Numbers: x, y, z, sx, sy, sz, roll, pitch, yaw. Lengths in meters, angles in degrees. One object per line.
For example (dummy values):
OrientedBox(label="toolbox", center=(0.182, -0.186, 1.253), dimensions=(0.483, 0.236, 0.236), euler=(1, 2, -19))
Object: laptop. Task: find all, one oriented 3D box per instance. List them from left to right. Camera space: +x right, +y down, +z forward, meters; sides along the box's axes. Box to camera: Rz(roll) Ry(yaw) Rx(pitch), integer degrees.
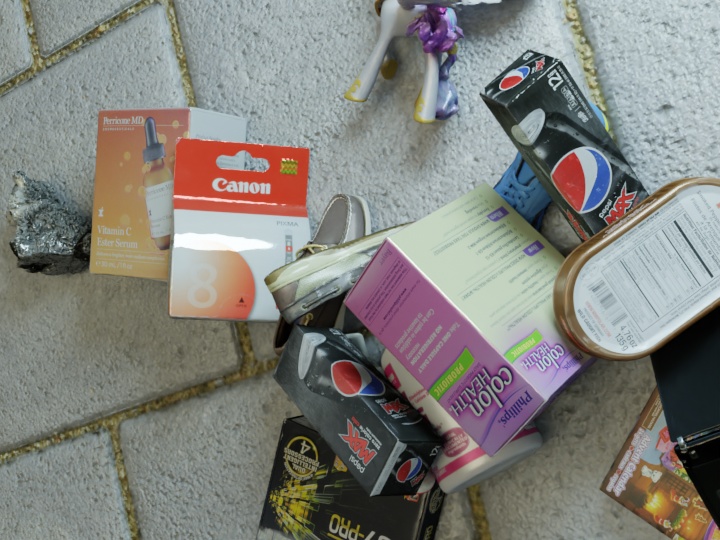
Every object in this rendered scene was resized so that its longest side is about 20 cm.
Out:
OrientedBox(label="laptop", center=(0.366, 0.123, 0.960), dimensions=(0.177, 0.103, 0.201), euler=(-27, 101, 28))

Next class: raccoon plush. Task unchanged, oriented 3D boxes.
OrientedBox(label="raccoon plush", center=(-0.377, -0.073, 1.459), dimensions=(0.198, 0.097, 0.135), euler=(-6, 71, 3))

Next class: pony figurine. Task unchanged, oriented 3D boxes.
OrientedBox(label="pony figurine", center=(0.068, -0.259, 1.135), dimensions=(0.192, 0.166, 0.201), euler=(24, 117, 38))

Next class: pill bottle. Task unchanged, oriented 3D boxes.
OrientedBox(label="pill bottle", center=(0.090, 0.111, 1.120), dimensions=(0.113, 0.113, 0.201), euler=(-35, 71, 27))

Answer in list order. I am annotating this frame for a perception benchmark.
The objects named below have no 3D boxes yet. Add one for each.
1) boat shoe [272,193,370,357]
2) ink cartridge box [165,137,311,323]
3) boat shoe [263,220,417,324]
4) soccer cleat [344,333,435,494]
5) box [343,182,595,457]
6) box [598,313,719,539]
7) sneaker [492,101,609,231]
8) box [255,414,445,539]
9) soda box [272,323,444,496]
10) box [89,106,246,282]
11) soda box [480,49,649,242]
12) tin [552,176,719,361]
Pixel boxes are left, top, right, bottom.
OrientedBox(label="boat shoe", center=(-0.044, 0.006, 1.214), dimensions=(0.072, 0.059, 0.201), euler=(7, 78, 51))
OrientedBox(label="ink cartridge box", center=(-0.132, -0.043, 1.244), dimensions=(0.050, 0.161, 0.202), euler=(-162, 75, -73))
OrientedBox(label="boat shoe", center=(0.000, 0.000, 1.162), dimensions=(0.072, 0.200, 0.066), euler=(162, 89, -75))
OrientedBox(label="soccer cleat", center=(0.020, 0.148, 1.158), dimensions=(0.200, 0.068, 0.086), euler=(55, 143, 45))
OrientedBox(label="box", center=(0.120, 0.040, 1.037), dimensions=(0.200, 0.176, 0.097), euler=(45, 131, 13))
OrientedBox(label="box", center=(0.326, 0.154, 1.013), dimensions=(0.136, 0.039, 0.201), euler=(32, 106, 28))
OrientedBox(label="sneaker", center=(0.164, -0.087, 1.099), dimensions=(0.066, 0.078, 0.200), euler=(46, 113, 22))
OrientedBox(label="box", center=(-0.013, 0.268, 1.220), dimensions=(0.199, 0.049, 0.162), euler=(19, 100, 29))
OrientedBox(label="soda box", center=(-0.007, 0.135, 1.100), dimensions=(0.200, 0.063, 0.071), euler=(43, 116, 43))
OrientedBox(label="box", center=(-0.231, -0.089, 1.331), dimensions=(0.151, 0.106, 0.202), euler=(3, 91, 32))
OrientedBox(label="soda box", center=(0.195, -0.100, 1.004), dimensions=(0.063, 0.200, 0.071), euler=(-40, 24, 0))
OrientedBox(label="tin", center=(0.262, 0.000, 0.968), dimensions=(0.199, 0.042, 0.112), euler=(-36, 96, -3))
